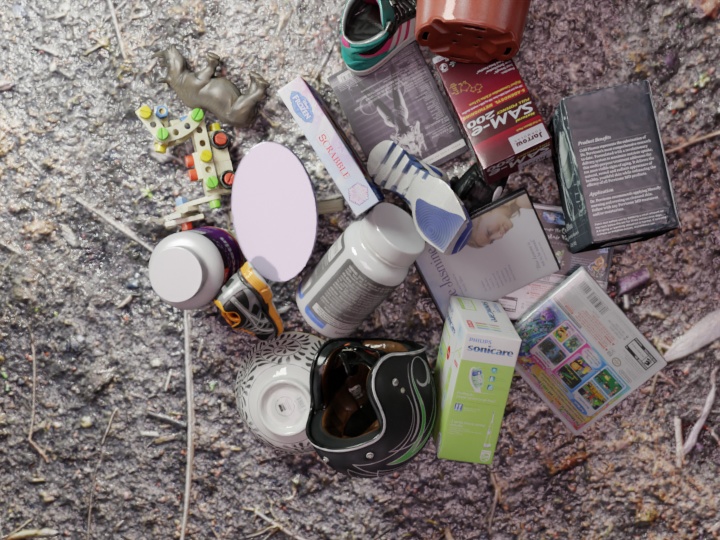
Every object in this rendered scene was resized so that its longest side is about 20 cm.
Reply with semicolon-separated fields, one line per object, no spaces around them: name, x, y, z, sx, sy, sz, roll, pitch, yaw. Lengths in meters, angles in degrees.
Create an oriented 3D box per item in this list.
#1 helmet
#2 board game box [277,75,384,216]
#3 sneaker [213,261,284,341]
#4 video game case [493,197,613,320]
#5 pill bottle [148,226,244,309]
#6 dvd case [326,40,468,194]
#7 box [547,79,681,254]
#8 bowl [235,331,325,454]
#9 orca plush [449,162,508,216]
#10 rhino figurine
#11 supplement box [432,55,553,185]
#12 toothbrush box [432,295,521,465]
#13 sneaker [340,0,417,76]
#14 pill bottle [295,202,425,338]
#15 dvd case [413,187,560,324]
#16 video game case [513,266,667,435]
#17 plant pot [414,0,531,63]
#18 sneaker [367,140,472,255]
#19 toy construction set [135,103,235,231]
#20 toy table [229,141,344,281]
helmet;0.017;0.203;1.269;0.197;0.200;0.194;3;94;5
board game box;-0.036;-0.176;1.260;0.041;0.200;0.201;-32;93;6
sneaker;-0.170;0.059;1.306;0.077;0.201;0.078;-38;64;-14
video game case;0.283;-0.009;1.338;0.197;0.023;0.184;9;97;5
pill bottle;-0.246;-0.005;1.296;0.111;0.200;0.114;1;97;5
dvd case;0.058;-0.241;1.337;0.147;0.016;0.202;-27;92;6
box;0.346;-0.136;1.215;0.122;0.200;0.199;-10;86;5
bowl;-0.110;0.205;1.360;0.198;0.094;0.204;1;97;5
orca plush;0.185;-0.121;1.293;0.199;0.071;0.106;-37;76;17
rhino figurine;-0.238;-0.288;1.336;0.198;0.060;0.088;25;108;5
supplement box;0.191;-0.239;1.263;0.108;0.061;0.202;-24;68;7
toothbrush box;0.163;0.160;1.283;0.085;0.146;0.203;9;108;-6
sneaker;0.044;-0.381;1.262;0.200;0.121;0.084;-43;76;3
pill bottle;0.000;0.000;1.283;0.114;0.114;0.200;43;124;0
dvd case;0.185;-0.020;1.306;0.198;0.018;0.144;-26;111;9
video game case;0.335;0.126;1.330;0.182;0.024;0.200;-42;97;15
plant pot;0.160;-0.405;1.198;0.198;0.201;0.198;10;85;4
sneaker;0.107;-0.111;1.273;0.081;0.115;0.200;-52;59;21
toy construction set;-0.263;-0.162;1.336;0.130;0.092;0.203;-13;104;-18
toy table;-0.120;-0.091;1.318;0.181;0.117;0.203;6;97;4
